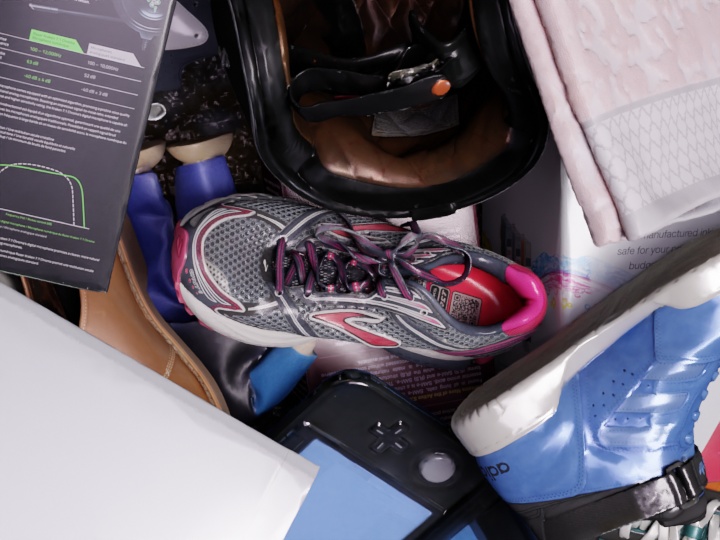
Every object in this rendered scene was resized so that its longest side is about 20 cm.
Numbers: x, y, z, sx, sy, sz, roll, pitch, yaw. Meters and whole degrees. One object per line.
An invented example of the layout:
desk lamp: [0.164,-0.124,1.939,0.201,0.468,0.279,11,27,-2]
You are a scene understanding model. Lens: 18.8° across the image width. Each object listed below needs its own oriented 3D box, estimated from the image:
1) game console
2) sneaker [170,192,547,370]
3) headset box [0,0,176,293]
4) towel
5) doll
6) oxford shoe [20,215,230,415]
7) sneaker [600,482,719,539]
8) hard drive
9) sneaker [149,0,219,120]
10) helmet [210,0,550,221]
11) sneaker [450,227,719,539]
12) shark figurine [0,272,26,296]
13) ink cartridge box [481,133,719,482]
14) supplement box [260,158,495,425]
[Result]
game console: [-0.005,0.181,1.148,0.171,0.118,0.200,34,116,-25]
sneaker: [0.000,0.000,1.110,0.199,0.075,0.081,8,77,-21]
headset box: [-0.138,-0.115,1.009,0.092,0.174,0.201,12,103,-10]
towel: [0.137,-0.117,1.032,0.200,0.032,0.192,-18,90,-55]
doll: [-0.081,0.029,1.167,0.136,0.048,0.201,-6,101,19]
oxford shoe: [-0.129,0.054,1.131,0.071,0.071,0.200,-29,90,32]
sneaker: [0.203,0.147,1.261,0.199,0.080,0.072,15,98,-18]
hard drive: [-0.137,0.106,1.076,0.200,0.026,0.132,31,76,-10]
sneaker: [-0.103,-0.169,1.130,0.129,0.079,0.200,24,92,-19]
helmet: [0.015,-0.144,1.073,0.199,0.200,0.191,6,58,-16]
sneaker: [0.156,0.063,1.084,0.200,0.077,0.111,-35,97,0]
shark figurine: [-0.249,0.018,1.114,0.214,0.089,0.129,-5,98,-17]
ink cartridge box: [0.153,0.005,1.193,0.145,0.145,0.201,-2,99,-15]
supplement box: [0.012,0.016,1.199,0.108,0.061,0.201,-9,100,-13]
